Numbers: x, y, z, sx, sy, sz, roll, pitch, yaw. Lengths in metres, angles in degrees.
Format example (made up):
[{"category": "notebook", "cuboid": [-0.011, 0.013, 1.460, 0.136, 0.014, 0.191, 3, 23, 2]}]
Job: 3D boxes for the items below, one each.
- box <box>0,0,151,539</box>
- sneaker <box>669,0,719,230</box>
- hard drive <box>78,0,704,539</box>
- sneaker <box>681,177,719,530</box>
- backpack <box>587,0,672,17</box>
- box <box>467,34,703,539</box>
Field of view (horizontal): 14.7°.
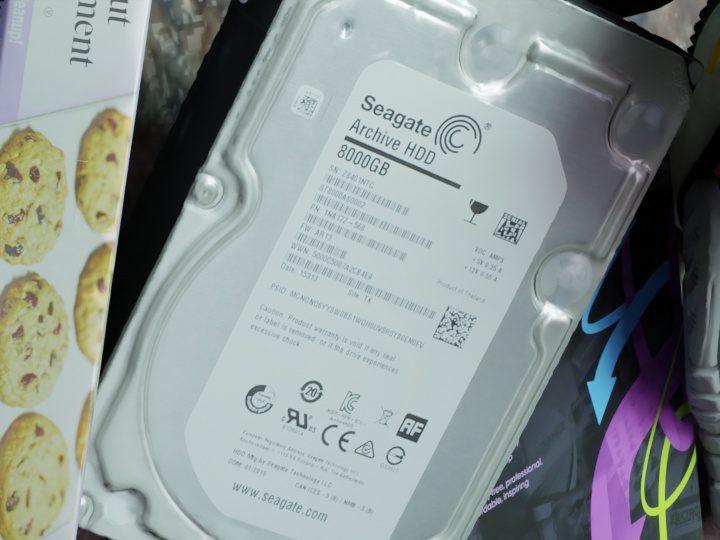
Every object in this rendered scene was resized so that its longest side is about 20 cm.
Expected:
[{"category": "box", "cuboid": [-0.084, -0.021, 0.737, 0.041, 0.039, 0.201, 9, 92, -15]}, {"category": "sneaker", "cuboid": [0.160, -0.035, 0.978, 0.070, 0.090, 0.200, -35, 157, -13]}, {"category": "hard drive", "cuboid": [0.000, 0.000, 0.823, 0.139, 0.038, 0.201, 22, 101, -28]}, {"category": "sneaker", "cuboid": [0.172, 0.027, 0.977, 0.200, 0.111, 0.078, 67, 23, -59]}, {"category": "backpack", "cuboid": [0.086, -0.146, 0.928, 0.199, 0.163, 0.155, 7, 61, -52]}, {"category": "box", "cuboid": [0.060, 0.033, 0.938, 0.143, 0.036, 0.201, -29, 117, -45]}]
